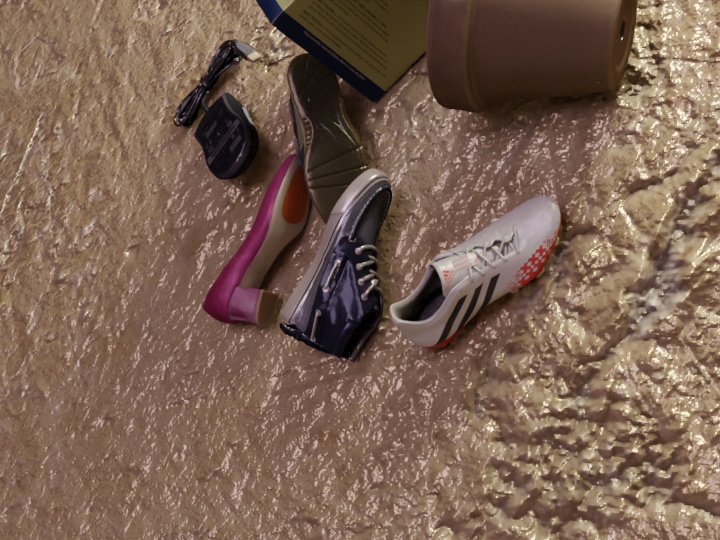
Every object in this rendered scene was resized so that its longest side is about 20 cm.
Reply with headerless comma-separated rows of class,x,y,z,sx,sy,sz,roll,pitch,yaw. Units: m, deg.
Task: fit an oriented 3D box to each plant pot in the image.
plant pot,0.176,-0.248,1.259,0.172,0.200,0.203,11,78,20

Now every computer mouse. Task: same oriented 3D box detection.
computer mouse,-0.148,-0.193,1.549,0.141,0.046,0.200,-54,39,11

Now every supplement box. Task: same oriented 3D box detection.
supplement box,0.004,-0.331,1.390,0.200,0.199,0.135,-43,53,15

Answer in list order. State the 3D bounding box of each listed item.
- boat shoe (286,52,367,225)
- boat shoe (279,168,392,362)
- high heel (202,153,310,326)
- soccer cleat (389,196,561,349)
boat shoe,-0.037,-0.140,1.434,0.071,0.066,0.204,-14,80,-5
boat shoe,0.000,0.000,1.353,0.092,0.074,0.202,32,99,32
high heel,-0.120,-0.037,1.455,0.095,0.067,0.203,11,88,36
soccer cleat,0.112,-0.001,1.254,0.200,0.085,0.069,-42,53,15
